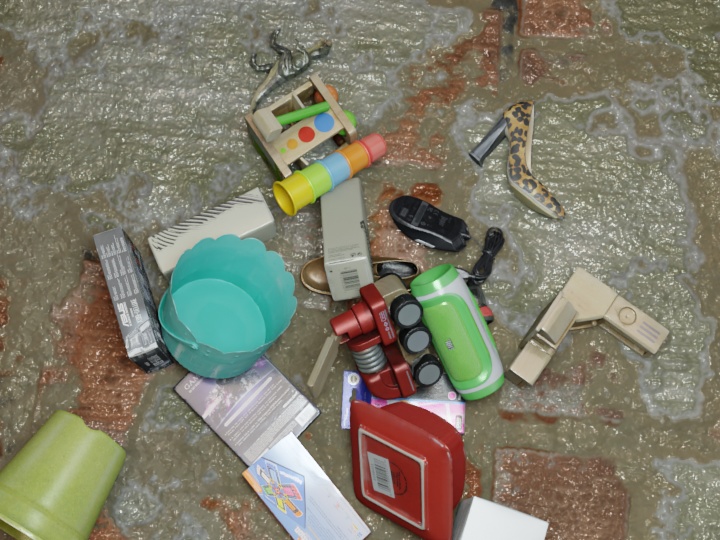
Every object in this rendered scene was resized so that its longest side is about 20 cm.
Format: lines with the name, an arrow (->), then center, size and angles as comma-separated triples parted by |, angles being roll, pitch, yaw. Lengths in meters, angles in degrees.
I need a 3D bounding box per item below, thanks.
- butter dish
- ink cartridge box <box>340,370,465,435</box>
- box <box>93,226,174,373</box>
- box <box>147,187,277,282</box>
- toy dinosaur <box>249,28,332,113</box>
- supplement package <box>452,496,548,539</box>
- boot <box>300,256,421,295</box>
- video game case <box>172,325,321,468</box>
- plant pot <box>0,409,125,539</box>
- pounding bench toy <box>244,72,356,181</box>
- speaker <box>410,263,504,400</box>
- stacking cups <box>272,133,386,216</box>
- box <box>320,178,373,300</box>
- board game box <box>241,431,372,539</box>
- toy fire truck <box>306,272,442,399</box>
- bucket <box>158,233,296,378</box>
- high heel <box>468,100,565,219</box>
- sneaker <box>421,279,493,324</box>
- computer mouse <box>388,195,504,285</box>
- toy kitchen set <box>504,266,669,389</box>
butter dish -> 0.092, 0.280, 1.636 | 0.198, 0.202, 0.147 | 20, 36, 37
ink cartridge box -> 0.069, 0.208, 1.721 | 0.197, 0.037, 0.096 | 2, 76, 2
box -> -0.353, 0.050, 1.694 | 0.049, 0.158, 0.202 | -18, 78, -5
box -> -0.238, -0.055, 1.760 | 0.198, 0.082, 0.069 | -26, 76, -8
toy dinosaur -> -0.140, -0.353, 1.853 | 0.200, 0.047, 0.088 | -41, 86, -6
supplement package -> 0.191, 0.408, 1.586 | 0.116, 0.200, 0.118 | 19, 77, 4
boot -> 0.000, 0.000, 1.751 | 0.197, 0.076, 0.075 | 0, 78, 1
video game case -> -0.181, 0.208, 1.727 | 0.200, 0.019, 0.143 | 43, 80, 10
plant pot -> -0.454, 0.320, 1.624 | 0.199, 0.201, 0.185 | 28, 66, 6
pounding bench toy -> -0.088, -0.232, 1.742 | 0.155, 0.200, 0.125 | -33, 78, -7
speaker -> 0.150, 0.095, 1.660 | 0.088, 0.088, 0.202 | -28, 103, -7
stacking cups -> -0.041, -0.157, 1.710 | 0.199, 0.061, 0.061 | -31, 78, -23
box -> -0.022, -0.052, 1.702 | 0.068, 0.083, 0.201 | -9, 43, 4
board game box -> -0.083, 0.360, 1.680 | 0.103, 0.019, 0.201 | -39, 85, -10
toy fire truck -> 0.009, 0.128, 1.606 | 0.198, 0.129, 0.177 | -24, 122, -6
bucket -> -0.211, 0.060, 1.672 | 0.205, 0.135, 0.209 | 11, 59, -18
high heel -> 0.296, -0.187, 1.797 | 0.200, 0.071, 0.143 | 42, 86, 18
sneaker -> 0.111, 0.059, 1.739 | 0.198, 0.071, 0.099 | -9, 77, -5
computer mouse -> 0.128, -0.040, 1.756 | 0.198, 0.046, 0.141 | 20, 46, 2
toy kitchen set -> 0.354, 0.120, 1.677 | 0.180, 0.163, 0.201 | 35, 79, 8
